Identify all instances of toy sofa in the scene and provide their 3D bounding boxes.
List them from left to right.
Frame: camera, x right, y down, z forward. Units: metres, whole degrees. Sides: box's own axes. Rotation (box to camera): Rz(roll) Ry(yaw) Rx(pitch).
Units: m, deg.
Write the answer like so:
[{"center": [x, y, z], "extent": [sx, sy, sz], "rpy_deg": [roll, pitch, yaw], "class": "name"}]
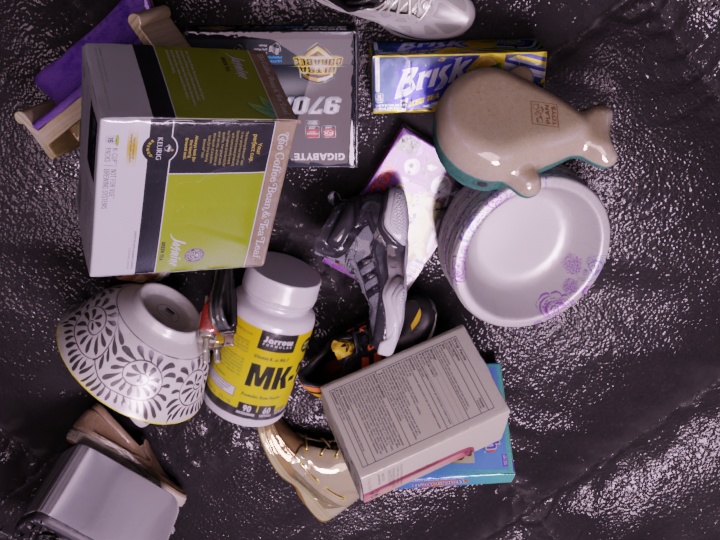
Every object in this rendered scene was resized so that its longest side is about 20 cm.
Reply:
[{"center": [-0.292, -0.221, 0.982], "extent": [0.199, 0.083, 0.098], "rpy_deg": [-31, 103, 23], "class": "toy sofa"}]

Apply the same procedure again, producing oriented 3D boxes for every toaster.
[{"center": [-0.360, 0.334, 1.182], "extent": [0.199, 0.119, 0.181], "rpy_deg": [34, 145, -14], "class": "toaster"}]

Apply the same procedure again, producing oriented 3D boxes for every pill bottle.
[{"center": [-0.123, 0.086, 1.123], "extent": [0.113, 0.115, 0.202], "rpy_deg": [16, 112, -8], "class": "pill bottle"}]

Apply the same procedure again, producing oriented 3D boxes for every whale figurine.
[{"center": [0.175, -0.144, 0.966], "extent": [0.197, 0.161, 0.104], "rpy_deg": [2, 157, -8], "class": "whale figurine"}]

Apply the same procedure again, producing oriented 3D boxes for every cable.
[{"center": [-0.175, 0.007, 1.052], "extent": [0.050, 0.097, 0.202], "rpy_deg": [-5, 74, -1], "class": "cable"}]

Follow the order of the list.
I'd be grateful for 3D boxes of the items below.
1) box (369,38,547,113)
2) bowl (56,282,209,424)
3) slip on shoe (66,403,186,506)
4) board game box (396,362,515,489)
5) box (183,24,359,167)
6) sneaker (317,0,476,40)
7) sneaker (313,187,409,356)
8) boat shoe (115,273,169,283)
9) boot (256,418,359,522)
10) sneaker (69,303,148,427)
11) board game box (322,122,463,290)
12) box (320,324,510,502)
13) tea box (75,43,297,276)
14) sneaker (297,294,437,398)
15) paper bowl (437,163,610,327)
[{"center": [0.109, -0.225, 1.021], "extent": [0.197, 0.064, 0.071], "rpy_deg": [-2, 118, -1], "class": "box"}, {"center": [-0.253, 0.077, 1.067], "extent": [0.200, 0.201, 0.094], "rpy_deg": [33, 111, -14], "class": "bowl"}, {"center": [-0.311, 0.258, 1.223], "extent": [0.200, 0.076, 0.061], "rpy_deg": [42, 64, -25], "class": "slip on shoe"}, {"center": [0.094, 0.205, 1.164], "extent": [0.197, 0.154, 0.045], "rpy_deg": [-3, 153, 1], "class": "board game box"}, {"center": [-0.101, -0.203, 1.036], "extent": [0.197, 0.046, 0.161], "rpy_deg": [1, 113, -1], "class": "box"}, {"center": [0.035, -0.290, 0.965], "extent": [0.198, 0.116, 0.076], "rpy_deg": [12, 113, -7], "class": "sneaker"}, {"center": [0.000, 0.000, 1.070], "extent": [0.112, 0.075, 0.203], "rpy_deg": [3, 91, 6], "class": "sneaker"}, {"center": [-0.253, -0.072, 1.062], "extent": [0.075, 0.071, 0.202], "rpy_deg": [28, 115, 31], "class": "boat shoe"}, {"center": [-0.038, 0.242, 1.214], "extent": [0.154, 0.073, 0.201], "rpy_deg": [-29, 113, 11], "class": "boot"}, {"center": [-0.293, 0.108, 1.157], "extent": [0.098, 0.071, 0.201], "rpy_deg": [-24, 118, 7], "class": "sneaker"}, {"center": [0.051, -0.068, 1.110], "extent": [0.119, 0.032, 0.201], "rpy_deg": [29, 110, -8], "class": "board game box"}, {"center": [0.065, 0.177, 1.092], "extent": [0.198, 0.129, 0.109], "rpy_deg": [-22, 152, -10], "class": "box"}, {"center": [-0.189, -0.114, 0.929], "extent": [0.195, 0.134, 0.201], "rpy_deg": [-2, 135, -24], "class": "tea box"}, {"center": [0.008, 0.099, 1.121], "extent": [0.200, 0.070, 0.090], "rpy_deg": [-39, 150, 17], "class": "sneaker"}, {"center": [0.190, -0.041, 1.068], "extent": [0.198, 0.105, 0.203], "rpy_deg": [-7, 120, -12], "class": "paper bowl"}]
